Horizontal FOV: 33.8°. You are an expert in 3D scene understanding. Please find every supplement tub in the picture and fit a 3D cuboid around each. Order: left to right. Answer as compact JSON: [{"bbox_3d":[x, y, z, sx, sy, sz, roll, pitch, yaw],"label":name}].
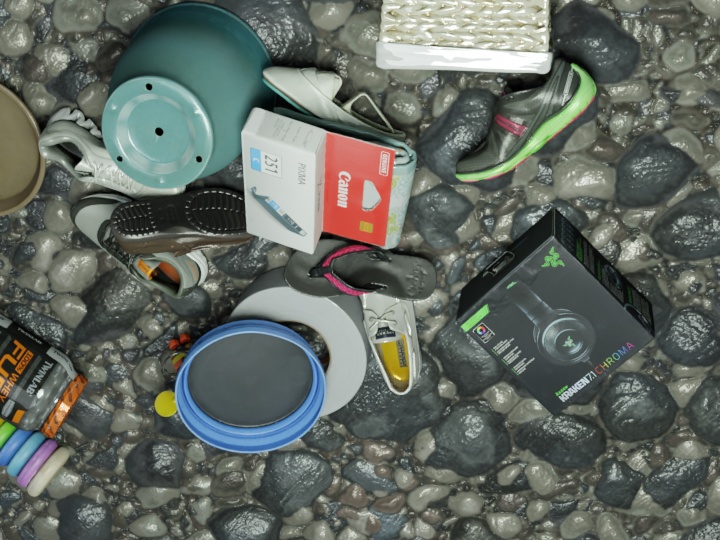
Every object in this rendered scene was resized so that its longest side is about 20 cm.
[{"bbox_3d":[-0.491,0.142,1.665,0.198,0.123,0.123,32,118,-7],"label":"supplement tub"}]

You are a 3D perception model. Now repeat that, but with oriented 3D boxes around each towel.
[{"bbox_3d":[-0.034,-0.113,1.459,0.197,0.049,0.172,18,148,5],"label":"towel"}]

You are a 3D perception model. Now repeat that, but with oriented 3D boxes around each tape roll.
[{"bbox_3d":[-0.084,0.097,1.599,0.197,0.066,0.203,4,117,8],"label":"tape roll"}]

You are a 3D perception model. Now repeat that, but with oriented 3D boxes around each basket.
[{"bbox_3d":[0.119,-0.299,1.324,0.196,0.136,0.125,3,115,9],"label":"basket"}]

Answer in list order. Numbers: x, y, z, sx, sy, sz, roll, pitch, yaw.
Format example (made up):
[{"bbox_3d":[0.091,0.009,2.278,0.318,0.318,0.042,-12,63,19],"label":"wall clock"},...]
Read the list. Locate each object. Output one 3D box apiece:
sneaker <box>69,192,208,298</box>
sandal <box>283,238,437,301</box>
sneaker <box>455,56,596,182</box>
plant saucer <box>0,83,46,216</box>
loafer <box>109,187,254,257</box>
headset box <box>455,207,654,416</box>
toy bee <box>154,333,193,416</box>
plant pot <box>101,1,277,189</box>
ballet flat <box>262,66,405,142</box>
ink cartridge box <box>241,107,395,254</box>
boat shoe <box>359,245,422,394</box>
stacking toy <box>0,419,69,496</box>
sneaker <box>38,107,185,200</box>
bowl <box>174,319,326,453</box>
[{"bbox_3d":[-0.296,-0.033,1.566,0.198,0.080,0.074,31,120,-4],"label":"sneaker"},{"bbox_3d":[0.000,0.000,1.505,0.196,0.045,0.077,4,86,2],"label":"sandal"},{"bbox_3d":[0.188,-0.179,1.416,0.199,0.077,0.084,-39,87,22],"label":"sneaker"},{"bbox_3d":[-0.505,-0.168,1.566,0.196,0.030,0.203,4,117,8],"label":"plant saucer"},{"bbox_3d":[-0.224,-0.058,1.530,0.196,0.074,0.071,-2,152,-15],"label":"loafer"},{"bbox_3d":[0.240,0.048,1.498,0.200,0.093,0.174,44,115,-11],"label":"headset box"},{"bbox_3d":[-0.223,0.142,1.642,0.129,0.109,0.202,-10,133,-19],"label":"toy bee"},{"bbox_3d":[-0.216,-0.195,1.408,0.196,0.189,0.203,4,117,9],"label":"plant pot"},{"bbox_3d":[-0.026,-0.201,1.444,0.199,0.070,0.069,36,117,-16],"label":"ballet flat"},{"bbox_3d":[-0.052,-0.092,1.414,0.173,0.045,0.201,17,148,8],"label":"ink cartridge box"},{"bbox_3d":[0.036,0.070,1.557,0.070,0.070,0.203,-7,111,13],"label":"boat shoe"},{"bbox_3d":[-0.530,0.241,1.753,0.199,0.086,0.086,40,117,-3],"label":"stacking toy"},{"bbox_3d":[-0.321,-0.131,1.522,0.198,0.081,0.076,26,117,-5],"label":"sneaker"},{"bbox_3d":[-0.143,0.150,1.550,0.197,0.040,0.203,-4,124,-5],"label":"bowl"}]
